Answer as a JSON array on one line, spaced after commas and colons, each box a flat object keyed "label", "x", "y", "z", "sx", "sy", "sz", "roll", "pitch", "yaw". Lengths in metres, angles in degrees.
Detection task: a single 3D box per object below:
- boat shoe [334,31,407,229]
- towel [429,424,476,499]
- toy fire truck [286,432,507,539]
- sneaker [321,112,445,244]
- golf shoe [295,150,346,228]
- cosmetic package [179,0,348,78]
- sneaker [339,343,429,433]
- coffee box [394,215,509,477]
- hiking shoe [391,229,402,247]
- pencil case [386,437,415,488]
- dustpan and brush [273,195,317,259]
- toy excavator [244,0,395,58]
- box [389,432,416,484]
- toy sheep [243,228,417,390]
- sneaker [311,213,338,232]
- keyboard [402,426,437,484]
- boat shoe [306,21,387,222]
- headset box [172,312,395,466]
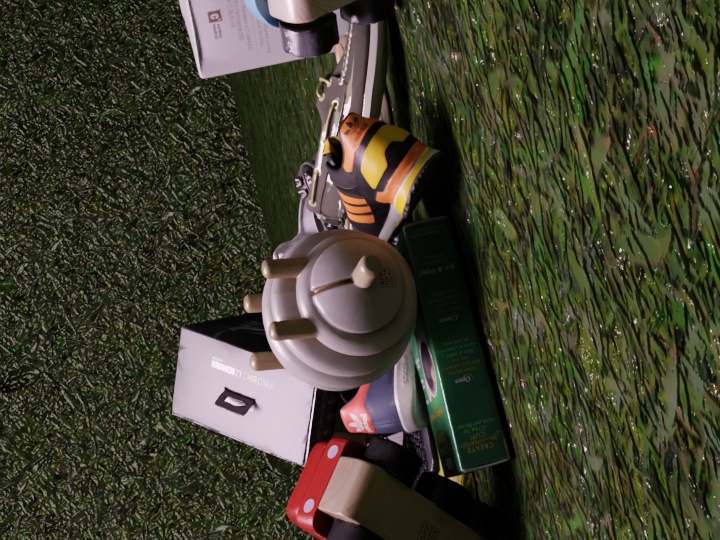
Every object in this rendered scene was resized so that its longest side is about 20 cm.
[{"label": "boat shoe", "x": -0.004, "y": -0.126, "z": 1.294, "sx": 0.072, "sy": 0.064, "sz": 0.203, "roll": -167, "pitch": 66, "yaw": -82}, {"label": "towel", "x": 0.087, "y": 0.195, "z": 1.358, "sx": 0.200, "sy": 0.018, "sz": 0.087, "roll": -119, "pitch": 23, "yaw": -69}, {"label": "toy fire truck", "x": 0.007, "y": 0.194, "z": 1.161, "sx": 0.175, "sy": 0.130, "sz": 0.199, "roll": 37, "pitch": 160, "yaw": -34}, {"label": "sneaker", "x": 0.009, "y": -0.077, "z": 1.109, "sx": 0.090, "sy": 0.070, "sz": 0.200, "roll": 36, "pitch": 166, "yaw": 1}, {"label": "golf shoe", "x": 0.012, "y": -0.037, "z": 1.382, "sx": 0.088, "sy": 0.076, "sz": 0.202, "roll": -38, "pitch": -72, "yaw": -59}, {"label": "cosmetic package", "x": -0.111, "y": -0.323, "z": 1.399, "sx": 0.201, "sy": 0.164, "sz": 0.169, "roll": -113, "pitch": 12, "yaw": -59}, {"label": "sneaker", "x": 0.019, "y": 0.078, "z": 1.252, "sx": 0.201, "sy": 0.083, "sz": 0.076, "roll": -79, "pitch": -27, "yaw": -61}, {"label": "coffee box", "x": 0.071, "y": 0.068, "z": 1.126, "sx": 0.123, "sy": 0.043, "sz": 0.203, "roll": 107, "pitch": 150, "yaw": -77}, {"label": "hiking shoe", "x": 0.000, "y": 0.000, "z": 1.287, "sx": 0.199, "sy": 0.086, "sz": 0.075, "roll": -21, "pitch": 91, "yaw": 44}, {"label": "pencil case", "x": 0.033, "y": 0.272, "z": 1.428, "sx": 0.202, "sy": 0.082, "sz": 0.091, "roll": 63, "pitch": -151, "yaw": -17}, {"label": "dustpan and brush", "x": -0.049, "y": -0.041, "z": 1.540, "sx": 0.200, "sy": 0.056, "sz": 0.142, "roll": -52, "pitch": -47, "yaw": -70}, {"label": "toy excavator", "x": -0.046, "y": -0.282, "z": 1.146, "sx": 0.199, "sy": 0.193, "sz": 0.101, "roll": 30, "pitch": 141, "yaw": 40}, {"label": "box", "x": 0.009, "y": 0.183, "z": 1.577, "sx": 0.153, "sy": 0.105, "sz": 0.202, "roll": 91, "pitch": 164, "yaw": -64}, {"label": "toy sheep", "x": -0.018, "y": 0.030, "z": 1.076, "sx": 0.200, "sy": 0.136, "sz": 0.140, "roll": 135, "pitch": 122, "yaw": -70}, {"label": "sneaker", "x": -0.003, "y": -0.016, "z": 1.451, "sx": 0.112, "sy": 0.072, "sz": 0.203, "roll": -129, "pitch": 29, "yaw": -70}, {"label": "keyboard", "x": 0.049, "y": 0.137, "z": 1.443, "sx": 0.128, "sy": 0.020, "sz": 0.203, "roll": 98, "pitch": 164, "yaw": -62}, {"label": "boat shoe", "x": -0.012, "y": -0.139, "z": 1.191, "sx": 0.072, "sy": 0.059, "sz": 0.205, "roll": -60, "pitch": -23, "yaw": -66}, {"label": "headset box", "x": -0.065, "y": 0.109, "z": 1.344, "sx": 0.199, "sy": 0.172, "sz": 0.094, "roll": -9, "pitch": -69, "yaw": -56}]
